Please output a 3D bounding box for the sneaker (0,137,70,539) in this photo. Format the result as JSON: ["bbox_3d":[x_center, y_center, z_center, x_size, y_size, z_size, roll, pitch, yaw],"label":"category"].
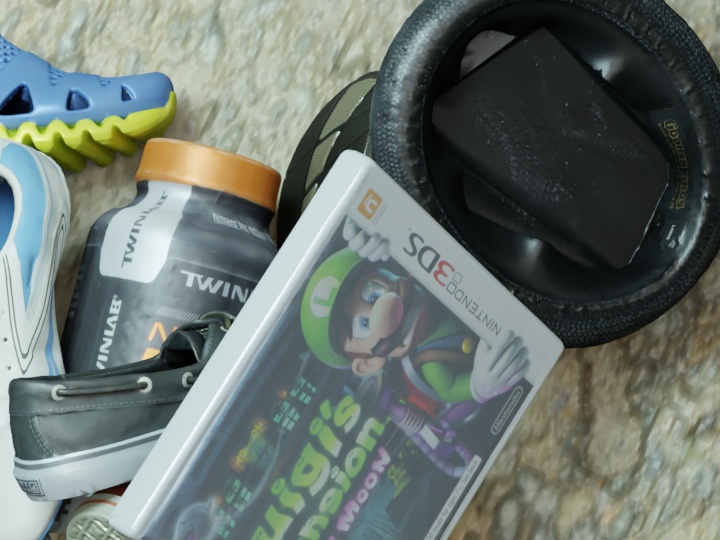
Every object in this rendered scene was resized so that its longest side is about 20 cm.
[{"bbox_3d":[-0.175,0.036,1.390,0.072,0.072,0.201,9,74,-47],"label":"sneaker"}]

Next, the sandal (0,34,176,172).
[{"bbox_3d":[-0.192,-0.090,1.468,0.199,0.080,0.088,-3,80,-5],"label":"sandal"}]

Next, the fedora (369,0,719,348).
[{"bbox_3d":[0.089,-0.062,1.466,0.199,0.092,0.202,-1,96,-14],"label":"fedora"}]

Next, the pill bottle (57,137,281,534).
[{"bbox_3d":[-0.096,0.039,1.444,0.106,0.106,0.201,14,83,-2],"label":"pill bottle"}]

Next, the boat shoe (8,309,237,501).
[{"bbox_3d":[-0.073,0.051,1.356,0.199,0.068,0.057,-19,103,-31],"label":"boat shoe"}]

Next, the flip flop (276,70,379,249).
[{"bbox_3d":[0.000,0.000,1.475,0.057,0.081,0.201,9,78,-31],"label":"flip flop"}]

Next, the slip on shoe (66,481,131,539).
[{"bbox_3d":[-0.078,0.178,1.375,0.061,0.074,0.201,-46,127,-43],"label":"slip on shoe"}]

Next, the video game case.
[{"bbox_3d":[-0.005,0.073,1.349,0.182,0.023,0.201,42,77,-43],"label":"video game case"}]
